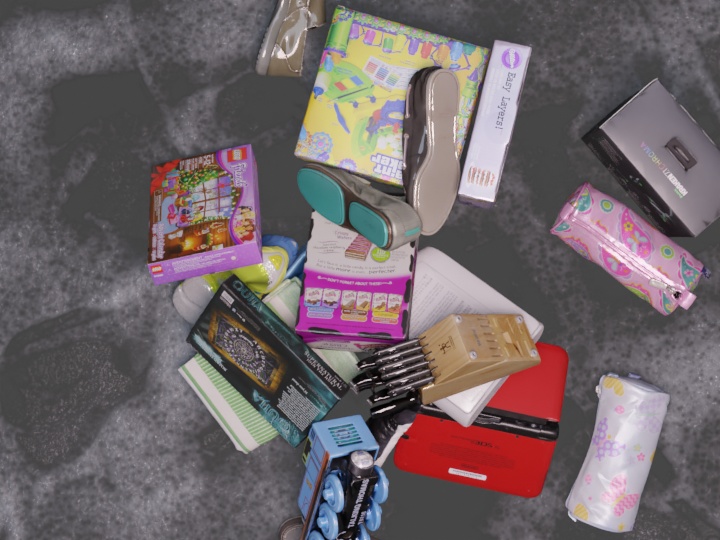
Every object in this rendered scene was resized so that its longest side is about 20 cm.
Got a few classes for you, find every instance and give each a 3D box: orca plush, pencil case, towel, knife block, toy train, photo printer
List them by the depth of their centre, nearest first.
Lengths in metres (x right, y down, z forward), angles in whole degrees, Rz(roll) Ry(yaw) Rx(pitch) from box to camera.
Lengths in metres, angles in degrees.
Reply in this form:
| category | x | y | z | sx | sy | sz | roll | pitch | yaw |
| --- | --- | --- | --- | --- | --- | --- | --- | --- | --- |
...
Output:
| category | x | y | z | sx | sy | sz | roll | pitch | yaw |
| --- | --- | --- | --- | --- | --- | --- | --- | --- | --- |
| knife block | 0.093 | 0.119 | 1.548 | 0.175 | 0.200 | 0.064 | -37 | 64 | 38 |
| toy train | -0.028 | 0.276 | 1.578 | 0.086 | 0.114 | 0.200 | -7 | 133 | -25 |
| orca plush | 0.000 | 0.219 | 1.622 | 0.071 | 0.200 | 0.105 | 27 | 55 | -8 |
| photo printer | 0.105 | 0.076 | 1.626 | 0.200 | 0.069 | 0.167 | 36 | 74 | 16 |
| pencil case | 0.340 | -0.026 | 1.632 | 0.200 | 0.087 | 0.088 | 37 | 93 | 2 |
| pencil case | 0.328 | 0.232 | 1.639 | 0.090 | 0.083 | 0.201 | 14 | 93 | -4 |
| towel | -0.116 | 0.124 | 1.642 | 0.200 | 0.023 | 0.153 | -38 | 87 | 11 |

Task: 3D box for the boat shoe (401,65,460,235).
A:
| category | x | y | z | sx | sy | sz | roll | pitch | yaw |
| --- | --- | --- | --- | --- | --- | --- | --- | --- | --- |
| boat shoe | 0.081 | -0.145 | 1.546 | 0.067 | 0.057 | 0.201 | 1 | 97 | -33 |

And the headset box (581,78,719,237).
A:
| category | x | y | z | sx | sy | sz | roll | pitch | yaw |
| --- | --- | --- | --- | --- | --- | --- | --- | --- | --- |
| headset box | 0.369 | -0.133 | 1.571 | 0.093 | 0.200 | 0.174 | -41 | 88 | 4 |

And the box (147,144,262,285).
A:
| category | x | y | z | sx | sy | sz | roll | pitch | yaw |
| --- | --- | --- | --- | --- | --- | --- | --- | --- | --- |
| box | -0.196 | -0.073 | 1.617 | 0.136 | 0.200 | 0.039 | -12 | 132 | 3 |

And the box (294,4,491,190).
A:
| category | x | y | z | sx | sy | sz | roll | pitch | yaw |
| --- | --- | --- | --- | --- | --- | --- | --- | --- | --- |
| box | 0.041 | -0.207 | 1.626 | 0.199 | 0.122 | 0.193 | 17 | 92 | 2 |

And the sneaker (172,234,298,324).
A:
| category | x | y | z | sx | sy | sz | roll | pitch | yaw |
| --- | --- | --- | --- | --- | --- | --- | --- | --- | --- |
| sneaker | -0.152 | 0.010 | 1.661 | 0.200 | 0.105 | 0.076 | -20 | 104 | 40 |

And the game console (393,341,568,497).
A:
| category | x | y | z | sx | sy | sz | roll | pitch | yaw |
| --- | --- | --- | --- | --- | --- | --- | --- | --- | --- |
| game console | 0.157 | 0.182 | 1.681 | 0.199 | 0.119 | 0.173 | 12 | 123 | 3 |

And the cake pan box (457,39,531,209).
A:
| category | x | y | z | sx | sy | sz | roll | pitch | yaw |
| --- | --- | --- | --- | --- | --- | --- | --- | --- | --- |
| cake pan box | 0.166 | -0.178 | 1.589 | 0.052 | 0.184 | 0.201 | 13 | 93 | 3 |

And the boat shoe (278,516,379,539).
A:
| category | x | y | z | sx | sy | sz | roll | pitch | yaw |
| --- | --- | --- | --- | --- | --- | --- | --- | --- | --- |
| boat shoe | -0.012 | 0.369 | 1.667 | 0.199 | 0.057 | 0.067 | 19 | 93 | 2 |

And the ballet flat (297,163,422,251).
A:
| category | x | y | z | sx | sy | sz | roll | pitch | yaw |
| --- | --- | --- | --- | --- | --- | --- | --- | --- | --- |
| ballet flat | 0.001 | -0.080 | 1.554 | 0.064 | 0.200 | 0.068 | -19 | 125 | -31 |

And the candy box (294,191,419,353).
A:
| category | x | y | z | sx | sy | sz | roll | pitch | yaw |
| --- | --- | --- | --- | --- | --- | --- | --- | --- | --- |
| candy box | 0.000 | 0.000 | 1.595 | 0.136 | 0.061 | 0.201 | 5 | 65 | 6 |

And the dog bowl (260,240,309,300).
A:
| category | x | y | z | sx | sy | sz | roll | pitch | yaw |
| --- | --- | --- | --- | --- | --- | --- | --- | --- | --- |
| dog bowl | -0.070 | 0.045 | 1.674 | 0.111 | 0.050 | 0.200 | 39 | 94 | 2 |

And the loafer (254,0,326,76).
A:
| category | x | y | z | sx | sy | sz | roll | pitch | yaw |
| --- | --- | --- | --- | --- | --- | --- | --- | --- | --- |
| loafer | -0.075 | -0.340 | 1.661 | 0.069 | 0.075 | 0.201 | 20 | 97 | -9 |

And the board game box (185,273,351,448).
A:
| category | x | y | z | sx | sy | sz | roll | pitch | yaw |
| --- | --- | --- | --- | --- | --- | --- | --- | --- | --- |
| board game box | -0.117 | 0.114 | 1.580 | 0.200 | 0.028 | 0.135 | 45 | 136 | 5 |
